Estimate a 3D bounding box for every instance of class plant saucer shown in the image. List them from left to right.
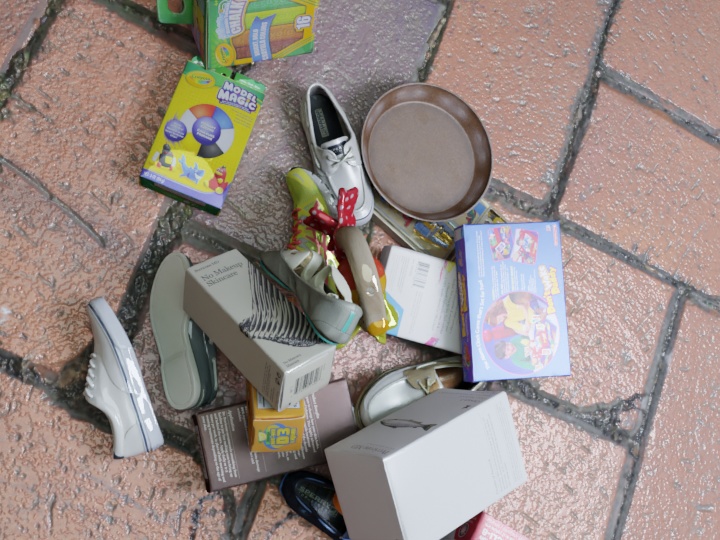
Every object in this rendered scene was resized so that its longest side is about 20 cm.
[{"bbox_3d":[0.090,-0.162,1.232,0.198,0.034,0.203,4,76,-19],"label":"plant saucer"}]

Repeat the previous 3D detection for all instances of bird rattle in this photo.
[{"bbox_3d":[0.000,0.000,1.075,0.111,0.163,0.203,-8,102,-13],"label":"bird rattle"}]

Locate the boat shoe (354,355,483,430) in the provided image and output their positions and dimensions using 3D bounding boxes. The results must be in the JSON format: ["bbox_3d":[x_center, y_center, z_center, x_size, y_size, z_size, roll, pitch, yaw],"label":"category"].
[{"bbox_3d":[0.082,0.155,1.152,0.199,0.068,0.076,-22,96,-36],"label":"boat shoe"}]

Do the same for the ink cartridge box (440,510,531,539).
[{"bbox_3d":[0.143,0.424,1.111,0.144,0.145,0.201,32,73,-8],"label":"ink cartridge box"}]

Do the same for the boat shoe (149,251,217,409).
[{"bbox_3d":[-0.220,0.077,1.127,0.062,0.072,0.202,15,63,-57],"label":"boat shoe"}]

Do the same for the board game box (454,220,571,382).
[{"bbox_3d":[0.197,0.040,1.148,0.133,0.045,0.203,-2,85,-10],"label":"board game box"}]

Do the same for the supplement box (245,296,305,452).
[{"bbox_3d":[-0.107,0.123,1.080,0.068,0.067,0.201,2,43,-9],"label":"supplement box"}]

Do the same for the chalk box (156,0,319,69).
[{"bbox_3d":[-0.167,-0.357,1.158,0.198,0.125,0.125,-15,62,-18],"label":"chalk box"}]

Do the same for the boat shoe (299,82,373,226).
[{"bbox_3d":[-0.032,-0.160,1.196,0.071,0.066,0.202,-14,78,-7],"label":"boat shoe"}]

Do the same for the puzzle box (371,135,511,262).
[{"bbox_3d":[0.108,-0.077,1.255,0.200,0.025,0.133,40,73,-6],"label":"puzzle box"}]

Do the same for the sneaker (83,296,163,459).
[{"bbox_3d":[-0.305,0.133,1.075,0.070,0.073,0.202,-20,86,-21],"label":"sneaker"}]

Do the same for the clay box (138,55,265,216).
[{"bbox_3d":[-0.205,-0.188,1.174,0.114,0.048,0.202,21,76,-11],"label":"clay box"}]

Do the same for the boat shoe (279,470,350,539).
[{"bbox_3d":[-0.014,0.323,1.125,0.198,0.069,0.085,24,75,-11],"label":"boat shoe"}]

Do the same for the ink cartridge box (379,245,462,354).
[{"bbox_3d":[0.115,0.047,1.195,0.198,0.068,0.116,16,88,-8],"label":"ink cartridge box"}]

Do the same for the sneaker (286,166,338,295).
[{"bbox_3d":[-0.067,-0.039,1.172,0.089,0.078,0.202,-19,86,-16],"label":"sneaker"}]

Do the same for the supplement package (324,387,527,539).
[{"bbox_3d":[0.079,0.227,1.029,0.199,0.116,0.119,-21,99,-37],"label":"supplement package"}]

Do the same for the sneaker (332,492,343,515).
[{"bbox_3d":[0.053,0.269,1.110,0.199,0.076,0.092,-22,71,-45],"label":"sneaker"}]

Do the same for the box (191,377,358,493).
[{"bbox_3d":[-0.107,0.207,1.119,0.198,0.075,0.101,-10,82,-16],"label":"box"}]

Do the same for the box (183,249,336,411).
[{"bbox_3d":[-0.122,0.066,1.037,0.082,0.069,0.200,-26,53,-36],"label":"box"}]

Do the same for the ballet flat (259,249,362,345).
[{"bbox_3d":[-0.055,0.013,1.037,0.067,0.200,0.064,24,105,-40],"label":"ballet flat"}]
